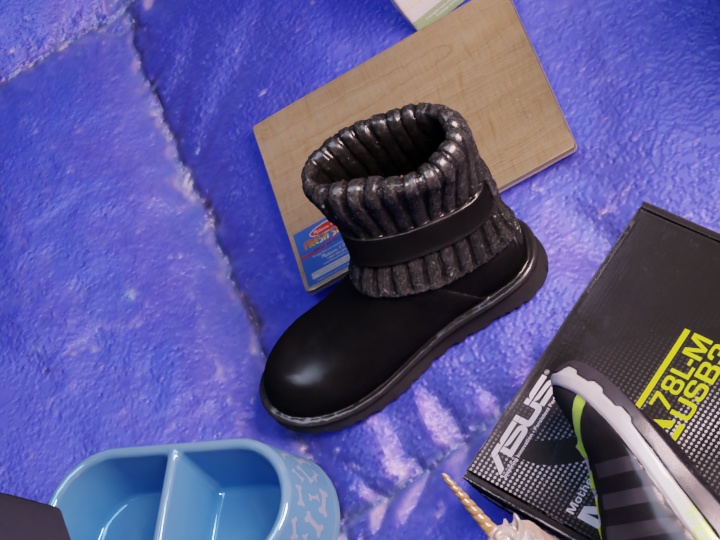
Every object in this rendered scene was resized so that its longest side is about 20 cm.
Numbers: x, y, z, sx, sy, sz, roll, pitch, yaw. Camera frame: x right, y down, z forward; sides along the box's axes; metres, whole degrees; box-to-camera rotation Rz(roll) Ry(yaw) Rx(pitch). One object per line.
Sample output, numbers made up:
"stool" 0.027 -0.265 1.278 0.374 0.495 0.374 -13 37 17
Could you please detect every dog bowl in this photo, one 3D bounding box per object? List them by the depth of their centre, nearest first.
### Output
"dog bowl" -0.111 0.158 1.332 0.200 0.050 0.112 -6 59 27

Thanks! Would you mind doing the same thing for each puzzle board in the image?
"puzzle board" 0.033 -0.085 1.417 0.200 0.017 0.151 -29 53 13

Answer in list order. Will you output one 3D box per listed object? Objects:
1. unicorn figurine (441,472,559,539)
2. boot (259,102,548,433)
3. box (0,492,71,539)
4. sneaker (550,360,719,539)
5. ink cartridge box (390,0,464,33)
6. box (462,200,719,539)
"unicorn figurine" 0.102 0.215 1.152 0.200 0.074 0.137 22 80 40
"boot" 0.000 -0.002 1.292 0.211 0.158 0.079 -36 51 6
"box" -0.250 0.264 1.274 0.198 0.123 0.200 -46 48 23
"sneaker" 0.144 0.131 1.129 0.083 0.072 0.200 -42 52 6
"ink cartridge box" 0.042 -0.266 1.399 0.145 0.200 0.048 -38 48 4
"box" 0.187 0.081 1.207 0.193 0.048 0.200 28 79 36
